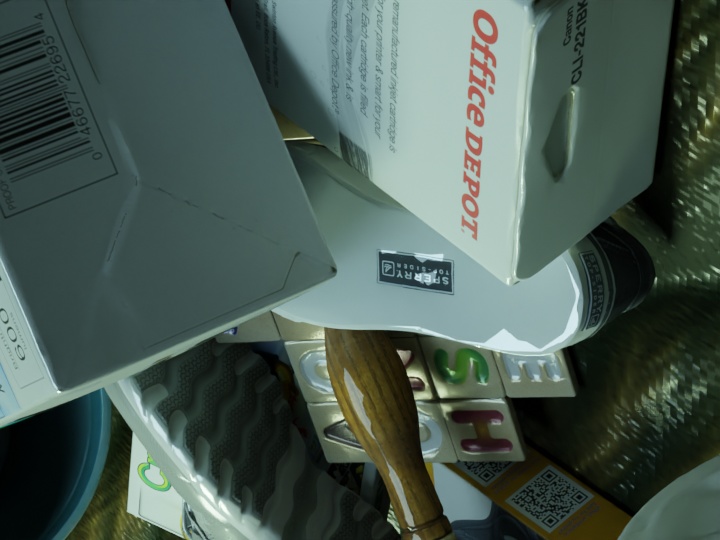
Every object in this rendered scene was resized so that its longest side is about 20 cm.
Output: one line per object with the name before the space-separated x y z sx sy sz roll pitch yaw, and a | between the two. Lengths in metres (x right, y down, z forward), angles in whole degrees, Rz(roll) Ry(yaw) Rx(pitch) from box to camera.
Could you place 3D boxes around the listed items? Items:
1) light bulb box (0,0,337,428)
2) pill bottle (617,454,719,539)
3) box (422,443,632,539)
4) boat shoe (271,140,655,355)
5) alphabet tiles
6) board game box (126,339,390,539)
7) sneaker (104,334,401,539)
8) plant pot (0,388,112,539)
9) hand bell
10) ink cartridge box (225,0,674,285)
light bulb box | -0.127 -0.050 1.185 0.199 0.124 0.200 67 158 1
pill bottle | 0.185 0.168 1.135 0.111 0.111 0.201 -8 114 59
box | 0.103 0.153 1.327 0.200 0.041 0.119 36 147 36
boat shoe | 0.025 -0.014 1.202 0.199 0.068 0.072 11 107 36
alphabet tiles | 0.000 0.000 1.276 0.167 0.008 0.201 -3 122 28
board game box | -0.043 0.065 1.401 0.126 0.035 0.200 23 137 14
sneaker | -0.063 0.101 1.361 0.082 0.075 0.200 -18 119 39
plant pot | -0.245 0.083 1.652 0.200 0.200 0.188 55 168 -1
hand bell | 0.027 0.104 1.283 0.104 0.104 0.201 -12 99 60
ink cartridge box | 0.018 -0.111 1.116 0.200 0.084 0.145 39 148 29
